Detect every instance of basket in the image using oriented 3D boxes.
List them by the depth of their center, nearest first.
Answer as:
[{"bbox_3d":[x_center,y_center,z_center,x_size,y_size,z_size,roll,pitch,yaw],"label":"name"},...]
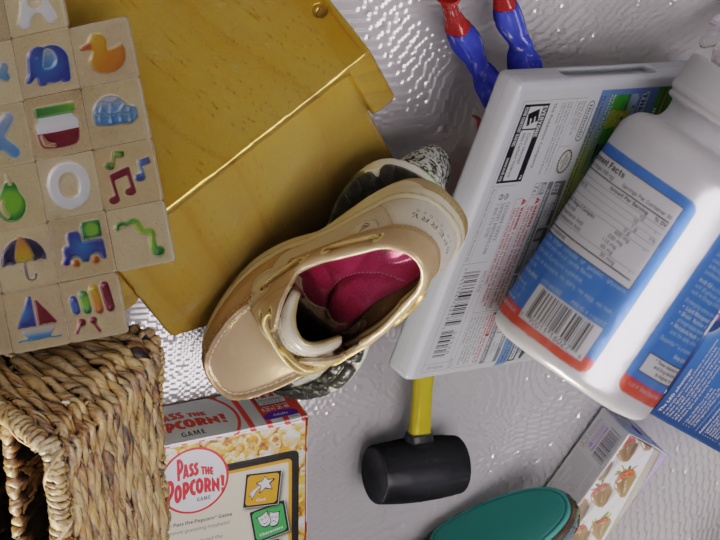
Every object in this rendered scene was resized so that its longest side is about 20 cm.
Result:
[{"bbox_3d":[-0.197,0.136,1.652,0.142,0.149,0.201,10,120,17],"label":"basket"}]

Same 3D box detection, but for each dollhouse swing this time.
[{"bbox_3d":[-0.099,-0.086,1.679,0.200,0.176,0.182,-38,84,-2],"label":"dollhouse swing"}]

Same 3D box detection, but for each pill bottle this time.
[{"bbox_3d":[0.176,-0.022,1.731,0.112,0.112,0.200,31,96,-34],"label":"pill bottle"}]

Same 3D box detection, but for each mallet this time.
[{"bbox_3d":[0.031,0.054,1.815,0.066,0.041,0.201,-14,117,-22],"label":"mallet"}]

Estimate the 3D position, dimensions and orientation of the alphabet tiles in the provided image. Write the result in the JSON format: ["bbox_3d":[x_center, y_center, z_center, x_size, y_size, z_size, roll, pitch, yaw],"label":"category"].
[{"bbox_3d":[-0.191,-0.056,1.585,0.166,0.006,0.201,-11,93,13],"label":"alphabet tiles"}]

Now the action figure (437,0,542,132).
[{"bbox_3d":[0.092,-0.101,1.743,0.065,0.052,0.200,-32,136,-10],"label":"action figure"}]

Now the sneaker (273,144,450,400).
[{"bbox_3d":[0.000,0.000,1.741,0.077,0.089,0.200,42,125,0],"label":"sneaker"}]

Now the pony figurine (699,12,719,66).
[{"bbox_3d":[0.324,-0.136,1.799,0.193,0.166,0.201,-43,129,-40],"label":"pony figurine"}]

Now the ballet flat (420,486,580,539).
[{"bbox_3d":[0.054,0.206,1.888,0.199,0.074,0.074,-25,124,-3],"label":"ballet flat"}]

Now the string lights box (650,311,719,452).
[{"bbox_3d":[0.227,0.054,1.869,0.200,0.059,0.103,29,99,-43],"label":"string lights box"}]

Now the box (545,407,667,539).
[{"bbox_3d":[0.123,0.183,1.921,0.039,0.041,0.200,29,100,-33],"label":"box"}]

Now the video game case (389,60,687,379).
[{"bbox_3d":[0.114,-0.032,1.768,0.182,0.022,0.201,-7,125,-47],"label":"video game case"}]

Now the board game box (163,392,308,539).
[{"bbox_3d":[-0.108,0.179,1.805,0.151,0.046,0.201,-9,119,-20],"label":"board game box"}]

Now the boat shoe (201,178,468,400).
[{"bbox_3d":[-0.026,0.020,1.664,0.074,0.069,0.200,44,125,-11],"label":"boat shoe"}]
